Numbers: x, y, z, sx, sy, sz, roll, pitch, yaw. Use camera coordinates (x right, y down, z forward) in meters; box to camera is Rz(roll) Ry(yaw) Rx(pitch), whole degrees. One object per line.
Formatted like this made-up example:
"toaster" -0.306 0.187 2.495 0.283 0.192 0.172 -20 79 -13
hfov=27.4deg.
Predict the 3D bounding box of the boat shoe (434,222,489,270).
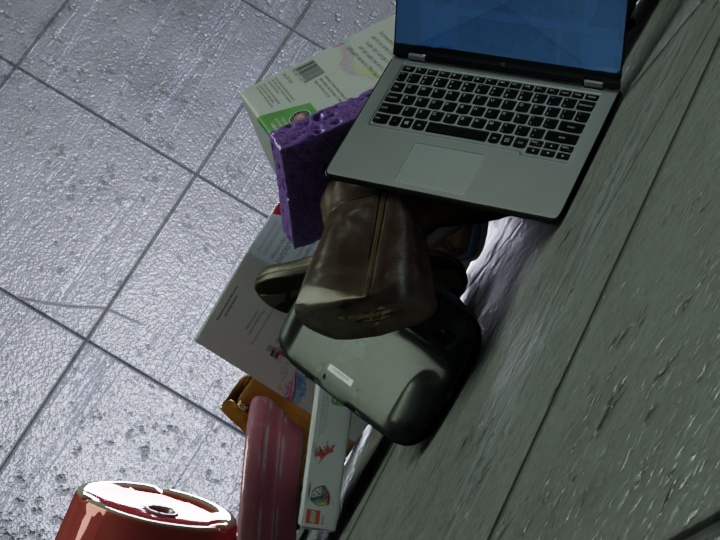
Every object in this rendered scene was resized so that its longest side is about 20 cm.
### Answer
"boat shoe" 0.078 -0.042 1.379 0.200 0.072 0.073 104 174 -70

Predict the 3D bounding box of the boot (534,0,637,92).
"boot" 0.185 -0.194 1.181 0.175 0.069 0.200 -60 -1 4

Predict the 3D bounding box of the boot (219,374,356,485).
"boot" -0.093 0.187 1.616 0.202 0.144 0.071 -59 1 41

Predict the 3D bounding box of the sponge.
"sponge" 0.024 -0.100 1.174 0.199 0.030 0.112 -25 -40 -14

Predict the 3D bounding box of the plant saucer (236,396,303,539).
"plant saucer" -0.080 0.214 1.315 0.201 0.050 0.202 -175 90 -89

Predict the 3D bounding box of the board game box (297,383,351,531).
"board game box" -0.025 0.120 1.288 0.126 0.034 0.201 111 166 -86

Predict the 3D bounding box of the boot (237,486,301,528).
"boot" -0.109 0.257 1.489 0.131 0.067 0.200 -61 -18 -20

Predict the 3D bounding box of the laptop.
"laptop" 0.082 -0.158 1.050 0.201 0.186 0.116 -60 -32 -29

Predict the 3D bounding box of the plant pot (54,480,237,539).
"plant pot" -0.191 0.284 1.263 0.200 0.199 0.178 -89 13 -87

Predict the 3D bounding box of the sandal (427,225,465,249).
"sandal" 0.064 -0.057 1.253 0.206 0.059 0.079 -32 3 -3

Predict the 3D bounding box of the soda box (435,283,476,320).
"soda box" 0.046 0.042 1.217 0.064 0.068 0.200 -60 1 3

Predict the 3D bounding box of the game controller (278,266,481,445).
"game controller" 0.009 0.051 1.088 0.200 0.042 0.105 32 100 53

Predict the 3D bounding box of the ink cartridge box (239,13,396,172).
"ink cartridge box" 0.013 -0.142 1.278 0.199 0.084 0.145 -28 31 -5

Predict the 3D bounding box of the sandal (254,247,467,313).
"sandal" 0.000 0.000 1.368 0.082 0.199 0.055 63 -152 -44

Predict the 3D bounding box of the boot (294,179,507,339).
"boot" 0.053 -0.018 1.052 0.200 0.185 0.065 -83 -15 -62

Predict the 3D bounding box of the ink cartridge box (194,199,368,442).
"ink cartridge box" -0.034 0.041 1.501 0.145 0.199 0.146 -55 4 38
